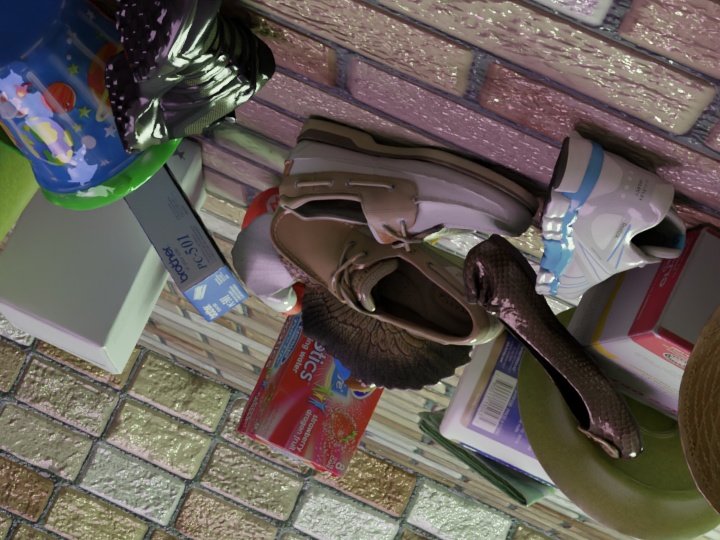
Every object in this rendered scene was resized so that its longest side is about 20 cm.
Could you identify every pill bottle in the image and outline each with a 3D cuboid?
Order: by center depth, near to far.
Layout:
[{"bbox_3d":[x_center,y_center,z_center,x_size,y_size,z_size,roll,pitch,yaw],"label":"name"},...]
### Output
[{"bbox_3d":[0.189,0.146,1.656,0.200,0.120,0.120,25,169,3],"label":"pill bottle"}]

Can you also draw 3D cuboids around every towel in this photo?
[{"bbox_3d":[0.166,0.171,1.752,0.152,0.023,0.200,35,-153,27],"label":"towel"}]

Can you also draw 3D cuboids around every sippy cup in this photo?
[{"bbox_3d":[-0.209,-0.134,1.216,0.130,0.178,0.140,49,-169,-40],"label":"sippy cup"}]

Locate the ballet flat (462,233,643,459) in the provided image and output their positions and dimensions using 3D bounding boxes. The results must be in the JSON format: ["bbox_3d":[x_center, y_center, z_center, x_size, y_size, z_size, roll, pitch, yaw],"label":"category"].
[{"bbox_3d":[0.132,0.062,1.188,0.200,0.046,0.067,54,167,-21],"label":"ballet flat"}]

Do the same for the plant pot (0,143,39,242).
[{"bbox_3d":[-0.331,-0.090,1.351,0.200,0.184,0.201,18,135,19],"label":"plant pot"}]

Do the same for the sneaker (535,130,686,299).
[{"bbox_3d":[0.160,-0.019,1.078,0.086,0.075,0.200,17,168,9],"label":"sneaker"}]

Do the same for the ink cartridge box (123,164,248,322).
[{"bbox_3d":[-0.167,-0.059,1.400,0.200,0.044,0.094,57,178,19],"label":"ink cartridge box"}]

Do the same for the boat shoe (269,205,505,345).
[{"bbox_3d":[0.012,0.000,1.254,0.200,0.072,0.065,27,-160,20],"label":"boat shoe"}]

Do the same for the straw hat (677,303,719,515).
[{"bbox_3d":[0.281,0.074,1.031,0.201,0.201,0.085,26,-171,-7],"label":"straw hat"}]

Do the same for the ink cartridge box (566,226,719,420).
[{"bbox_3d":[0.240,0.048,1.176,0.145,0.084,0.200,28,169,-8],"label":"ink cartridge box"}]

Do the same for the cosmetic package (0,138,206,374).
[{"bbox_3d":[-0.237,-0.028,1.559,0.123,0.200,0.200,25,169,-1],"label":"cosmetic package"}]

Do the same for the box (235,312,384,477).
[{"bbox_3d":[-0.028,0.088,1.645,0.100,0.200,0.095,28,171,-14],"label":"box"}]

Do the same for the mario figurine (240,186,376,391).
[{"bbox_3d":[-0.026,0.009,1.503,0.200,0.106,0.124,53,-170,-19],"label":"mario figurine"}]

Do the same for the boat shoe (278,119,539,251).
[{"bbox_3d":[0.031,-0.049,1.216,0.200,0.069,0.075,16,164,33],"label":"boat shoe"}]

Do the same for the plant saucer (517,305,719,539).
[{"bbox_3d":[0.213,0.106,1.283,0.200,0.200,0.031,26,143,-8],"label":"plant saucer"}]

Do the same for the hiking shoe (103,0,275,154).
[{"bbox_3d":[-0.102,-0.147,1.081,0.100,0.076,0.200,-13,162,-22],"label":"hiking shoe"}]

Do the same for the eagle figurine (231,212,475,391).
[{"bbox_3d":[0.006,-0.004,1.355,0.152,0.151,0.200,45,173,-21],"label":"eagle figurine"}]
